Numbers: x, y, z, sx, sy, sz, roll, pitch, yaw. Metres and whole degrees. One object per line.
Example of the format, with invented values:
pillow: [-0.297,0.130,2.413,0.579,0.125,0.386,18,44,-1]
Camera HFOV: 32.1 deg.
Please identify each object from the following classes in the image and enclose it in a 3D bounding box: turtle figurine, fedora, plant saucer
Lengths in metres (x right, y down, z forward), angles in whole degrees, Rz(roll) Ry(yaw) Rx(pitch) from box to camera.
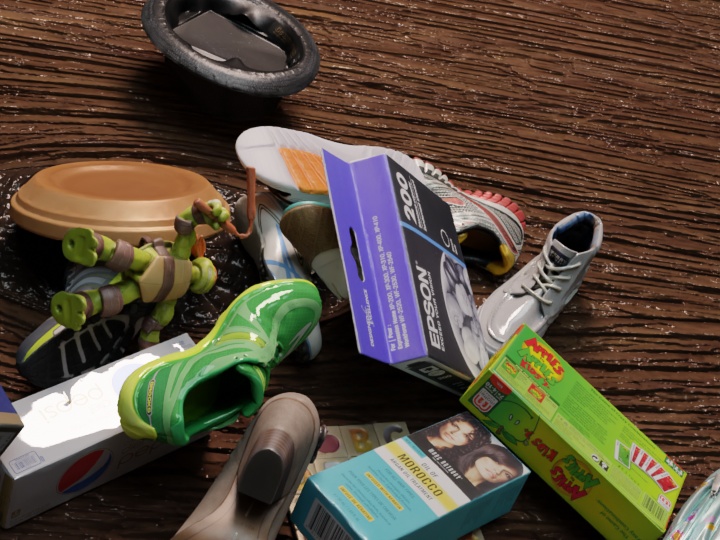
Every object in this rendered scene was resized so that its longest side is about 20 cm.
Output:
turtle figurine: [-0.169,-0.005,1.021,0.161,0.201,0.064,1,31,-49]
fedora: [-0.147,-0.227,1.358,0.199,0.092,0.202,12,42,-11]
plant saucer: [-0.216,-0.065,1.133,0.198,0.038,0.200,5,16,-1]

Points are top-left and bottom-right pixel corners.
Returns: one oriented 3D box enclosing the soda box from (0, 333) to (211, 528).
soda box: [-0.205,0.123,0.984,0.199,0.068,0.064,-21,58,-39]

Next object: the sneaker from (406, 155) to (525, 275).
sneaker: [0.078,-0.055,1.287,0.198,0.078,0.083,17,43,-6]

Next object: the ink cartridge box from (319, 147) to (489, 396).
ink cartridge box: [0.045,0.001,1.121,0.200,0.043,0.200,27,46,-56]

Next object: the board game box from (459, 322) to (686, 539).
board game box: [0.189,0.148,1.102,0.200,0.048,0.102,43,32,4]

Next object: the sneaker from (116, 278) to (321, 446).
sneaker: [-0.093,0.078,0.966,0.083,0.075,0.200,21,43,36]

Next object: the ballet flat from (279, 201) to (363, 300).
ballet flat: [0.000,0.000,1.162,0.200,0.067,0.073,31,42,-52]

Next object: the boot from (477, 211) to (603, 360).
boot: [0.178,0.010,1.248,0.073,0.096,0.200,32,42,11]

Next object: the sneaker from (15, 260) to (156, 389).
sneaker: [-0.232,0.030,1.082,0.080,0.074,0.200,16,38,24]

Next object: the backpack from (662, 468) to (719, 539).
backpack: [0.307,0.248,1.027,0.126,0.168,0.200,21,40,29]

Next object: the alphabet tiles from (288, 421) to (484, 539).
alphabet tiles: [0.022,0.209,1.039,0.165,0.006,0.201,0,46,-23]

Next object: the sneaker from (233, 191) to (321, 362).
sneaker: [-0.065,-0.002,1.171,0.072,0.072,0.201,-10,49,-14]

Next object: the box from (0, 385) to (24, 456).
box: [-0.335,0.084,0.931,0.200,0.121,0.032,50,18,27]

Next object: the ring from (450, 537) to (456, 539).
ring: [0.039,0.281,0.953,0.199,0.019,0.201,13,42,-12]

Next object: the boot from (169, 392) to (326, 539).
boot: [-0.090,0.185,0.948,0.070,0.201,0.146,33,6,0]

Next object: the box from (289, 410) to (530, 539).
box: [0.044,0.181,1.009,0.199,0.049,0.082,-15,48,-46]

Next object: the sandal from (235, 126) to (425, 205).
sandal: [-0.031,-0.084,1.219,0.205,0.059,0.080,7,49,-30]
